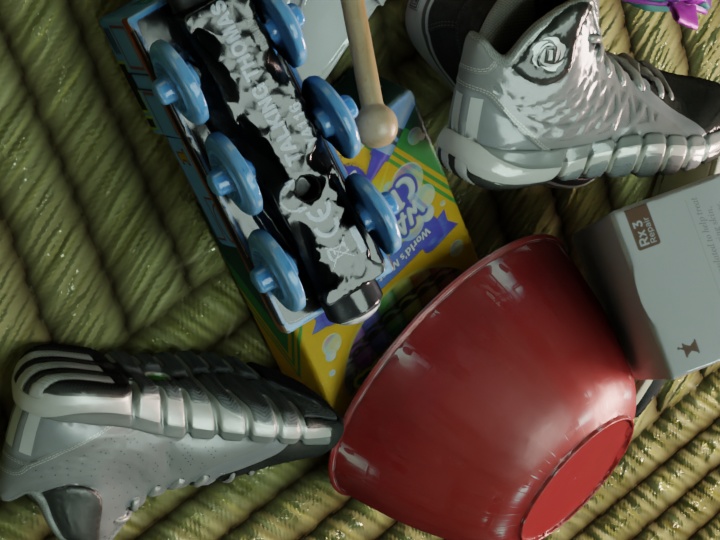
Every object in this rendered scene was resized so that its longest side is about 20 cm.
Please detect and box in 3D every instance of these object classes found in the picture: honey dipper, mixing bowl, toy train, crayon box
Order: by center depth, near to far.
[{"bbox_3d":[-0.051,-0.064,1.191,0.087,0.114,0.200,-31,106,-14],"label":"toy train"},{"bbox_3d":[-0.010,-0.159,1.199,0.038,0.038,0.200,-4,82,-40],"label":"honey dipper"},{"bbox_3d":[0.000,0.000,1.351,0.126,0.052,0.200,-41,133,-18],"label":"crayon box"},{"bbox_3d":[0.089,0.090,1.387,0.200,0.108,0.200,-39,157,-20],"label":"mixing bowl"}]

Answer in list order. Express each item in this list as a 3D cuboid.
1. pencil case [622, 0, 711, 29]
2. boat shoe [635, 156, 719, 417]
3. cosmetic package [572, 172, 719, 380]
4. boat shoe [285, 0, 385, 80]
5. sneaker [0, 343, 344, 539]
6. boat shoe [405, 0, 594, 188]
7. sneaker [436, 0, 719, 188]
[{"bbox_3d":[0.193,-0.247,1.366,0.085,0.092,0.200,6,108,-43],"label":"pencil case"},{"bbox_3d":[0.208,0.011,1.526,0.066,0.074,0.199,18,90,-33],"label":"boat shoe"},{"bbox_3d":[0.181,0.007,1.378,0.074,0.200,0.102,-20,89,-3],"label":"cosmetic package"},{"bbox_3d":[0.000,-0.178,1.243,0.074,0.067,0.200,8,106,-49],"label":"boat shoe"},{"bbox_3d":[-0.112,0.107,1.299,0.200,0.075,0.116,10,110,-31],"label":"sneaker"},{"bbox_3d":[0.097,-0.101,1.380,0.069,0.057,0.200,-55,135,-5],"label":"boat shoe"},{"bbox_3d":[0.136,-0.114,1.305,0.200,0.075,0.116,-12,118,-34],"label":"sneaker"}]
